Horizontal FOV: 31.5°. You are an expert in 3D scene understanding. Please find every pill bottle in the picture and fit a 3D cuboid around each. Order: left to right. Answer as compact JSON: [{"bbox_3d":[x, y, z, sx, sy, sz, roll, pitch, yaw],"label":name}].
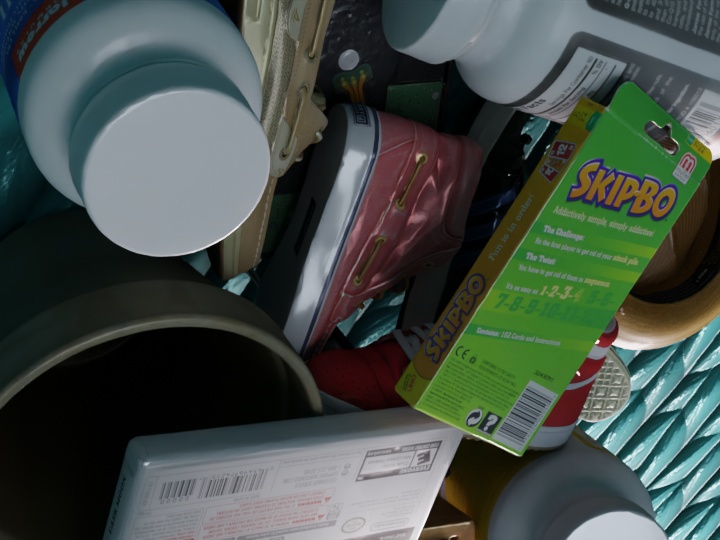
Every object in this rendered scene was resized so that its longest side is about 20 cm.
[{"bbox_3d":[-0.112,-0.095,0.607,0.112,0.200,0.112,-13,127,-18],"label":"pill bottle"},{"bbox_3d":[0.126,0.160,0.851,0.112,0.200,0.112,-3,102,-13],"label":"pill bottle"},{"bbox_3d":[0.122,-0.137,0.693,0.200,0.116,0.116,14,116,-23],"label":"pill bottle"}]

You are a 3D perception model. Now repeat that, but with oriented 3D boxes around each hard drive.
[{"bbox_3d":[-0.016,-0.104,0.756,0.140,0.038,0.200,-9,126,-20],"label":"hard drive"}]

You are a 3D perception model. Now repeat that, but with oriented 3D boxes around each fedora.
[{"bbox_3d":[0.183,-0.051,0.845,0.200,0.082,0.201,-6,104,-25],"label":"fedora"}]

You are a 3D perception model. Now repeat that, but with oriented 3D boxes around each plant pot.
[{"bbox_3d":[-0.143,0.057,0.717,0.200,0.174,0.200,-14,130,-18],"label":"plant pot"}]

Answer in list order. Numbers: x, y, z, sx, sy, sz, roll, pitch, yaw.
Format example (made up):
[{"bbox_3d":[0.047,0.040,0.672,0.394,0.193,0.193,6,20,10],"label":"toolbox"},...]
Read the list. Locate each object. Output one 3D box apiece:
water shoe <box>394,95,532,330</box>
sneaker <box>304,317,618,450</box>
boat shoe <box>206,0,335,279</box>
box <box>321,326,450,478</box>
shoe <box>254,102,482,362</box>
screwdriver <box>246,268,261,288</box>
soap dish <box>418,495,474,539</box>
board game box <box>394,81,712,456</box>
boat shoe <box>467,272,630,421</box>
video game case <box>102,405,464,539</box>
[{"bbox_3d":[0.085,-0.029,0.815,0.079,0.072,0.200,19,112,0],"label":"water shoe"},{"bbox_3d":[0.063,0.045,0.756,0.200,0.071,0.113,7,122,-31],"label":"sneaker"},{"bbox_3d":[-0.047,-0.084,0.683,0.064,0.071,0.200,-2,123,-22],"label":"boat shoe"},{"bbox_3d":[-0.060,0.141,0.875,0.200,0.036,0.143,-35,115,11],"label":"box"},{"bbox_3d":[0.000,0.000,0.760,0.091,0.071,0.200,11,118,-21],"label":"shoe"},{"bbox_3d":[-0.042,0.040,0.864,0.028,0.029,0.200,-35,122,2],"label":"screwdriver"},{"bbox_3d":[-0.025,0.230,0.861,0.200,0.081,0.157,-8,122,-8],"label":"soap dish"},{"bbox_3d":[0.107,0.000,0.685,0.096,0.030,0.200,29,98,-41],"label":"board game box"},{"bbox_3d":[0.122,0.025,0.903,0.075,0.062,0.200,-37,116,9],"label":"boat shoe"},{"bbox_3d":[-0.052,0.156,0.709,0.200,0.023,0.182,-2,126,-34],"label":"video game case"}]
